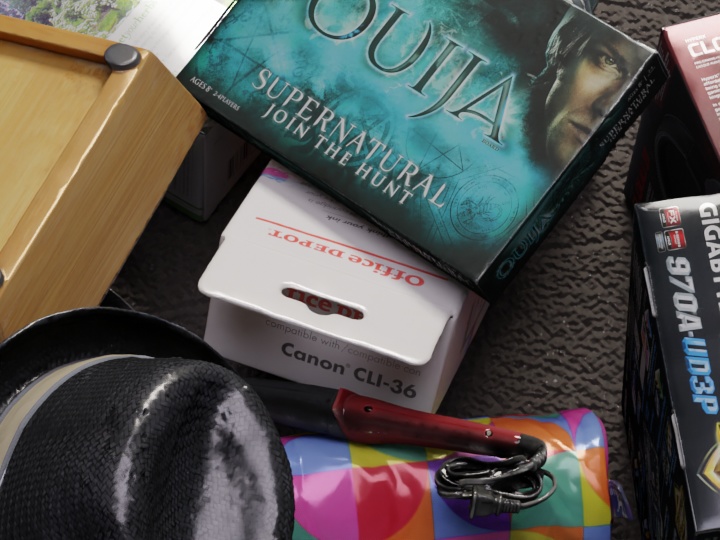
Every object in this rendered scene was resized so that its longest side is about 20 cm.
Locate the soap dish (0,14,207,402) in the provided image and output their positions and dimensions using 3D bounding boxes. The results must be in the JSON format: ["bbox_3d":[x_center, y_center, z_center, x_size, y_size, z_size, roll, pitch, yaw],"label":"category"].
[{"bbox_3d":[-0.181,-0.034,1.334,0.157,0.081,0.200,15,51,16],"label":"soap dish"}]

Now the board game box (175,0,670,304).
[{"bbox_3d":[0.025,-0.089,1.356,0.200,0.028,0.135,33,81,30],"label":"board game box"}]

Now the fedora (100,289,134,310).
[{"bbox_3d":[-0.170,0.063,1.365,0.176,0.090,0.200,-8,61,-7],"label":"fedora"}]

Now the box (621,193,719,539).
[{"bbox_3d":[0.151,0.083,1.304,0.046,0.200,0.159,-7,60,-1],"label":"box"}]

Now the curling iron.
[{"bbox_3d":[-0.004,0.069,1.315,0.200,0.026,0.050,16,31,27],"label":"curling iron"}]

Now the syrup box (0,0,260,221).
[{"bbox_3d":[-0.138,-0.119,1.478,0.200,0.082,0.079,30,61,15],"label":"syrup box"}]

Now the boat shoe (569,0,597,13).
[{"bbox_3d":[0.033,-0.130,1.461,0.200,0.073,0.062,-1,36,39],"label":"boat shoe"}]

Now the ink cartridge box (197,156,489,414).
[{"bbox_3d":[0.000,0.000,1.377,0.116,0.068,0.200,18,33,9],"label":"ink cartridge box"}]

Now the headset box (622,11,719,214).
[{"bbox_3d":[0.193,-0.020,1.397,0.077,0.149,0.200,-15,62,-12],"label":"headset box"}]

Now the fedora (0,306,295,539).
[{"bbox_3d":[-0.088,0.108,1.222,0.200,0.092,0.201,9,73,-31],"label":"fedora"}]

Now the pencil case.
[{"bbox_3d":[0.025,0.112,1.351,0.199,0.088,0.089,-4,60,-4],"label":"pencil case"}]
